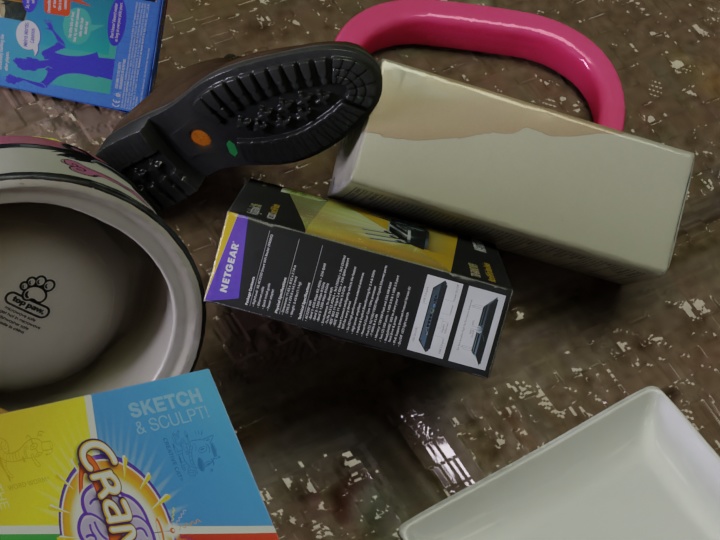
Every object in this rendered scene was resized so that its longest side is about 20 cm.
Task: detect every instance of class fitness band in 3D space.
[{"bbox_3d":[0.075,-0.114,1.417,0.199,0.038,0.144,7,52,-9],"label":"fitness band"}]

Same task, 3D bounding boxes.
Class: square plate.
[{"bbox_3d":[0.152,0.180,1.219,0.197,0.029,0.200,-25,63,-29],"label":"square plate"}]

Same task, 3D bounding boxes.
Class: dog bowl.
[{"bbox_3d":[-0.187,0.016,1.168,0.199,0.201,0.074,-2,35,-15],"label":"dog bowl"}]

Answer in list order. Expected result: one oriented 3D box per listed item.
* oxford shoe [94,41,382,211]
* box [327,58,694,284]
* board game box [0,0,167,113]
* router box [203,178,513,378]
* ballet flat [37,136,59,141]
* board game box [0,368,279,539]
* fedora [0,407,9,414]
[{"bbox_3d":[-0.070,-0.104,1.297,0.199,0.073,0.085,-15,35,31],"label":"oxford shoe"},{"bbox_3d":[0.089,-0.056,1.316,0.199,0.095,0.078,16,83,-10],"label":"box"},{"bbox_3d":[-0.215,-0.177,1.325,0.199,0.152,0.045,12,51,-5],"label":"board game box"},{"bbox_3d":[0.000,0.000,1.228,0.156,0.053,0.200,15,7,-2],"label":"router box"},{"bbox_3d":[-0.226,-0.027,1.263,0.067,0.067,0.200,33,53,14],"label":"ballet flat"},{"bbox_3d":[-0.135,0.140,1.079,0.199,0.040,0.154,-12,70,-39],"label":"board game box"},{"bbox_3d":[-0.226,0.159,1.113,0.199,0.082,0.202,8,59,-14],"label":"fedora"}]
